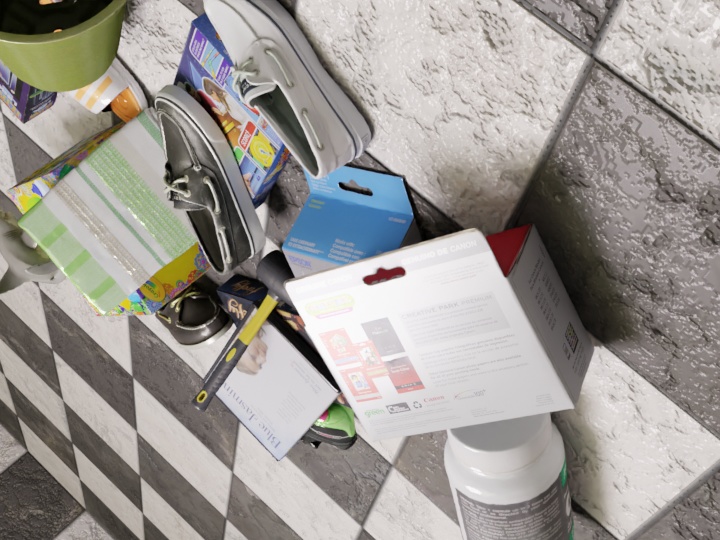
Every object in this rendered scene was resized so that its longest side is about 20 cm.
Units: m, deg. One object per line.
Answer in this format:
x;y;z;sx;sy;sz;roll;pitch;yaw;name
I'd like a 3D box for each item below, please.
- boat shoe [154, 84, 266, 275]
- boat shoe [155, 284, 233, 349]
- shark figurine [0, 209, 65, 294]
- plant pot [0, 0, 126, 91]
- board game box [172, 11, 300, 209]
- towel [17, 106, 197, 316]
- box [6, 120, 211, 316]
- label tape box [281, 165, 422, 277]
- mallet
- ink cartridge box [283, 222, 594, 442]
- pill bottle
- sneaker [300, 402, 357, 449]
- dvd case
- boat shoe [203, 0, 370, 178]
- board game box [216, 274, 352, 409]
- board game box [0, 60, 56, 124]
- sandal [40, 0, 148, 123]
-0.158;-0.086;1.051;0.071;0.064;0.200;12;135;48;boat shoe
-0.226;0.052;1.371;0.201;0.072;0.061;11;135;61;boat shoe
-0.410;-0.001;1.308;0.214;0.089;0.128;21;144;48;shark figurine
-0.297;-0.264;1.004;0.200;0.200;0.190;45;165;5;plant pot
-0.127;-0.147;1.038;0.135;0.034;0.200;48;152;3;board game box
-0.259;-0.064;1.176;0.149;0.200;0.031;51;-171;-9;towel
-0.304;-0.058;1.305;0.192;0.122;0.200;-5;122;57;box
0.000;0.000;1.015;0.144;0.063;0.200;16;139;44;label tape box
-0.118;0.077;1.170;0.066;0.200;0.041;31;-173;22;mallet
0.064;0.039;0.882;0.200;0.084;0.176;-15;116;33;ink cartridge box
0.142;0.200;1.013;0.113;0.113;0.200;24;144;37;pill bottle
-0.081;0.185;1.343;0.200;0.077;0.084;12;132;49;sneaker
-0.108;0.135;1.262;0.143;0.018;0.200;45;139;6;dvd case
-0.075;-0.167;0.908;0.200;0.067;0.074;47;151;2;boat shoe
-0.075;0.084;1.252;0.200;0.035;0.136;14;137;47;board game box
-0.443;-0.296;1.274;0.200;0.057;0.165;49;154;-2;board game box
-0.319;-0.229;1.178;0.207;0.059;0.079;49;152;-2;sandal
